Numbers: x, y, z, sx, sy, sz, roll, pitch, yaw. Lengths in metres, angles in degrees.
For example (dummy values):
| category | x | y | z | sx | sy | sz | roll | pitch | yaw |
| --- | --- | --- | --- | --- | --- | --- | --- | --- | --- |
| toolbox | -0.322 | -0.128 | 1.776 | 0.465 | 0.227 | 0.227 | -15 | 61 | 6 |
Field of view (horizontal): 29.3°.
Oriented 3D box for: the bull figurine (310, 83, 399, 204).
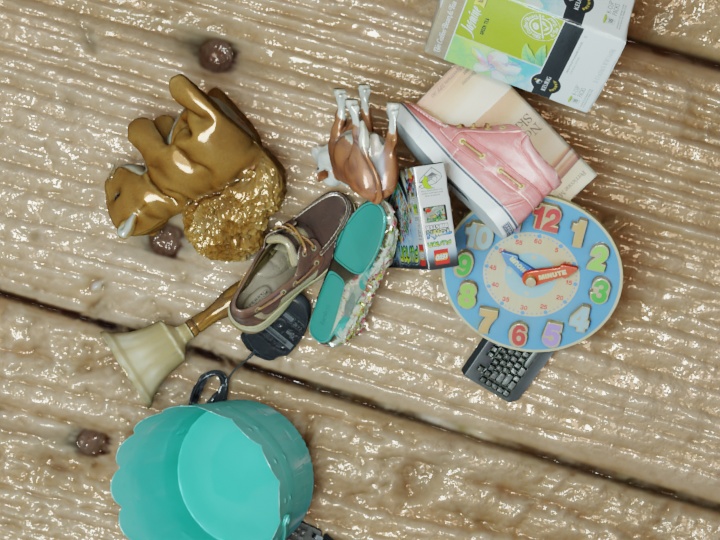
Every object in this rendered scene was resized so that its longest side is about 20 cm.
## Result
| category | x | y | z | sx | sy | sz | roll | pitch | yaw |
| --- | --- | --- | --- | --- | --- | --- | --- | --- | --- |
| bull figurine | -0.004 | -0.136 | 1.508 | 0.065 | 0.200 | 0.122 | -6 | 108 | -19 |

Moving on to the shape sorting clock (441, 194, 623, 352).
| category | x | y | z | sx | sy | sz | roll | pitch | yaw |
| --- | --- | --- | --- | --- | --- | --- | --- | --- | --- |
| shape sorting clock | 0.188 | 0.005 | 1.517 | 0.200 | 0.039 | 0.200 | 5 | 116 | 10 |

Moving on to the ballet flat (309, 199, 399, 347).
| category | x | y | z | sx | sy | sz | roll | pitch | yaw |
| --- | --- | --- | --- | --- | --- | --- | --- | --- | --- |
| ballet flat | 0.000 | 0.000 | 1.551 | 0.076 | 0.064 | 0.200 | 46 | 124 | 31 |

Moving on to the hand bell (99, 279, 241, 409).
| category | x | y | z | sx | sy | sz | roll | pitch | yaw |
| --- | --- | --- | --- | --- | --- | --- | --- | --- | --- |
| hand bell | -0.188 | 0.062 | 1.585 | 0.200 | 0.104 | 0.104 | -33 | 91 | -11 |

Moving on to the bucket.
| category | x | y | z | sx | sy | sz | roll | pitch | yaw |
| --- | --- | --- | --- | --- | --- | --- | --- | --- | --- |
| bucket | -0.157 | 0.239 | 1.523 | 0.207 | 0.135 | 0.208 | 1 | 92 | 21 |

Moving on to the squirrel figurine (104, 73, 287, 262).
| category | x | y | z | sx | sy | sz | roll | pitch | yaw |
| --- | --- | --- | --- | --- | --- | --- | --- | --- | --- |
| squirrel figurine | -0.189 | -0.090 | 1.543 | 0.187 | 0.142 | 0.200 | -44 | 88 | 9 |

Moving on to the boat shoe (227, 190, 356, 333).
| category | x | y | z | sx | sy | sz | roll | pitch | yaw |
| --- | --- | --- | --- | --- | --- | --- | --- | --- | --- |
| boat shoe | -0.077 | -0.018 | 1.551 | 0.072 | 0.072 | 0.200 | 40 | 75 | 15 |

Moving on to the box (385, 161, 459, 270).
| category | x | y | z | sx | sy | sz | roll | pitch | yaw |
| --- | --- | --- | --- | --- | --- | --- | --- | --- | --- |
| box | 0.060 | -0.057 | 1.502 | 0.035 | 0.200 | 0.110 | -9 | 92 | -11 |

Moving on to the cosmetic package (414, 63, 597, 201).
| category | x | y | z | sx | sy | sz | roll | pitch | yaw |
| --- | --- | --- | --- | --- | --- | --- | --- | --- | --- |
| cosmetic package | 0.159 | -0.144 | 1.553 | 0.200 | 0.087 | 0.103 | 44 | 93 | -1 |

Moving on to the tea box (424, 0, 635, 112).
| category | x | y | z | sx | sy | sz | roll | pitch | yaw |
| --- | --- | --- | --- | --- | --- | --- | --- | --- | --- |
| tea box | 0.196 | -0.313 | 1.484 | 0.197 | 0.134 | 0.200 | 19 | 61 | 1 |

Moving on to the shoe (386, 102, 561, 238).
| category | x | y | z | sx | sy | sz | roll | pitch | yaw |
| --- | --- | --- | --- | --- | --- | --- | --- | --- | --- |
| shoe | 0.121 | -0.130 | 1.473 | 0.091 | 0.071 | 0.200 | -42 | 66 | -4 |

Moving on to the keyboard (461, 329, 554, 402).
| category | x | y | z | sx | sy | sz | roll | pitch | yaw |
| --- | --- | --- | --- | --- | --- | --- | --- | --- | --- |
| keyboard | 0.181 | 0.045 | 1.573 | 0.127 | 0.021 | 0.200 | 32 | 104 | -3 |

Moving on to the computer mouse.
| category | x | y | z | sx | sy | sz | roll | pitch | yaw |
| --- | --- | --- | --- | --- | --- | --- | --- | --- | --- |
| computer mouse | -0.131 | 0.101 | 1.604 | 0.059 | 0.034 | 0.200 | 42 | 98 | -12 |

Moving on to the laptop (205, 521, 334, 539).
| category | x | y | z | sx | sy | sz | roll | pitch | yaw |
| --- | --- | --- | --- | --- | --- | --- | --- | --- | --- |
| laptop | -0.105 | 0.377 | 1.575 | 0.200 | 0.103 | 0.177 | 25 | 92 | 0 |
